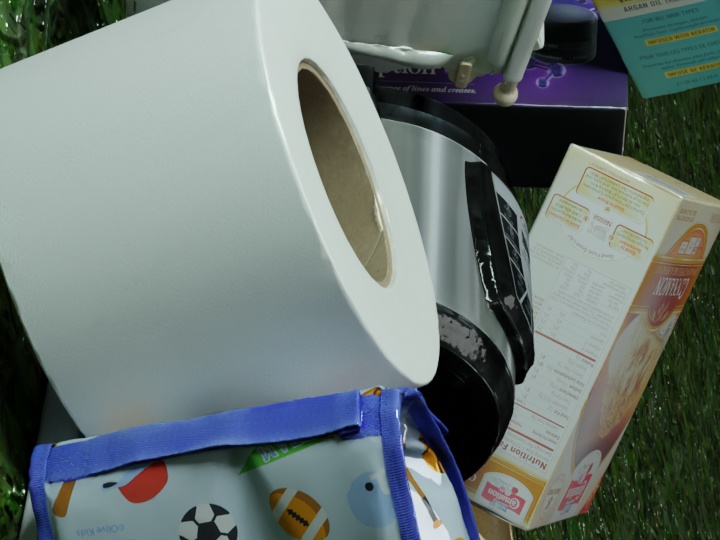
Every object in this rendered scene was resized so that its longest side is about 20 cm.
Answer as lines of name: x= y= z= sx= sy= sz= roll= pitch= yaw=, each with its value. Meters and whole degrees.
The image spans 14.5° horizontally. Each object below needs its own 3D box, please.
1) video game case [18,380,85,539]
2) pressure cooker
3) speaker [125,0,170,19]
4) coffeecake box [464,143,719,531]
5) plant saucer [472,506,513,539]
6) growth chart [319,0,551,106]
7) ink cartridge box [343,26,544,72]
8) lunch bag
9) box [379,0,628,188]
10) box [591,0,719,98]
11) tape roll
video game case: x=-0.111 y=0.162 z=1.276 sx=0.182 sy=0.023 sz=0.201 roll=66 pitch=22 yaw=-45
pressure cooker: x=-0.003 y=0.000 z=1.474 sx=0.178 sy=0.176 sz=0.201 roll=27 pitch=44 yaw=-24
speaker: x=-0.073 y=-0.136 z=1.346 sx=0.200 sy=0.081 sz=0.081 roll=99 pitch=-4 yaw=-50
coffeecake box: x=0.123 y=0.037 z=1.587 sx=0.201 sy=0.073 sz=0.153 roll=-65 pitch=164 yaw=7
plant saucer: x=0.064 y=0.188 z=1.859 sx=0.200 sy=0.035 sz=0.201 roll=-8 pitch=90 yaw=-75
growth chart: x=0.009 y=-0.155 z=1.419 sx=0.145 sy=0.199 sz=0.018 roll=117 pitch=-17 yaw=-45
ink cartridge box: x=-0.006 y=-0.184 z=1.519 sx=0.083 sy=0.199 sz=0.147 roll=65 pitch=22 yaw=-54
lunch bag: x=-0.033 y=0.137 z=1.205 sx=0.124 sy=0.169 sz=0.201 roll=-83 pitch=158 yaw=-52
box: x=0.059 y=-0.127 z=1.694 sx=0.079 sy=0.199 sz=0.142 roll=90 pitch=2 yaw=-49
box: x=0.166 y=-0.180 z=1.580 sx=0.200 sy=0.082 sz=0.049 roll=54 pitch=31 yaw=-49
tape roll: x=-0.065 y=-0.021 z=1.265 sx=0.203 sy=0.139 sz=0.204 roll=-21 pitch=90 yaw=-77
